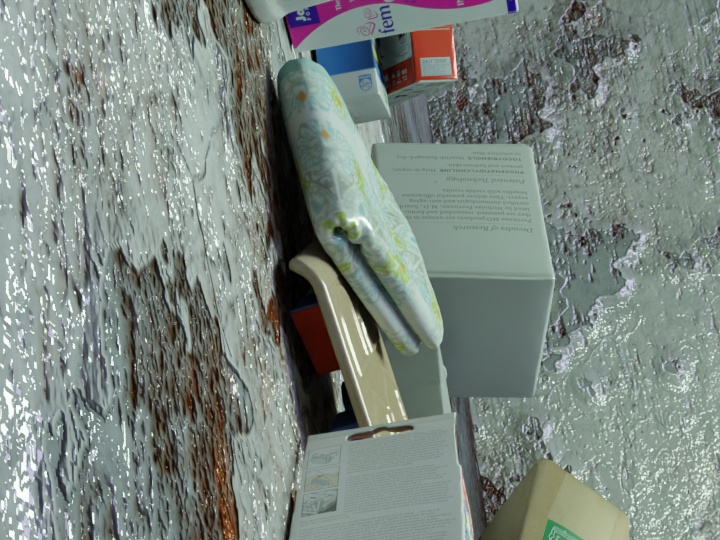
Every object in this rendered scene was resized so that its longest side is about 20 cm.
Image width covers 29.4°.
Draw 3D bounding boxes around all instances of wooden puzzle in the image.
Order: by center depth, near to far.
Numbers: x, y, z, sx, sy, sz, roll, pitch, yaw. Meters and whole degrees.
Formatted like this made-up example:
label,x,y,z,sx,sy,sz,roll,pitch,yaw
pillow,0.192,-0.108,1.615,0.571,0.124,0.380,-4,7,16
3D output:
label,x,y,z,sx,sy,sz,roll,pitch,yaw
wooden puzzle,-0.005,0.077,1.022,0.185,0.046,0.201,-55,123,-81

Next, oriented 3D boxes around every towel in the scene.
label,x,y,z,sx,sy,sz,roll,pitch,yaw
towel,0.001,-0.046,1.062,0.200,0.048,0.172,54,13,-50

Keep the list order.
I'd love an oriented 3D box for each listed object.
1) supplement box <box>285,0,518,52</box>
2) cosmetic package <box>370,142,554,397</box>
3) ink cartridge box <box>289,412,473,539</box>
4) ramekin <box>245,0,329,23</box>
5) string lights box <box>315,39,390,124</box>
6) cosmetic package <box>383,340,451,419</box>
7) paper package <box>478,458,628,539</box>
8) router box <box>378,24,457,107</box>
label,x,y,z,sx,sy,sz,roll,pitch,yaw
supplement box,0.028,-0.271,1.178,0.104,0.198,0.102,-90,168,-50
cosmetic package,0.090,-0.001,1.356,0.201,0.165,0.168,-92,-176,-47
ink cartridge box,0.014,0.164,0.837,0.200,0.108,0.051,-84,163,-66
ramekin,-0.046,-0.291,1.007,0.200,0.097,0.202,-9,90,-84
string lights box,-0.018,-0.254,1.361,0.103,0.058,0.202,42,39,-80
cosmetic package,0.041,0.160,1.187,0.201,0.089,0.107,-95,174,-53
paper package,0.133,0.291,1.146,0.191,0.103,0.200,-61,178,28
router box,0.031,-0.270,1.434,0.200,0.048,0.181,172,-87,-69
